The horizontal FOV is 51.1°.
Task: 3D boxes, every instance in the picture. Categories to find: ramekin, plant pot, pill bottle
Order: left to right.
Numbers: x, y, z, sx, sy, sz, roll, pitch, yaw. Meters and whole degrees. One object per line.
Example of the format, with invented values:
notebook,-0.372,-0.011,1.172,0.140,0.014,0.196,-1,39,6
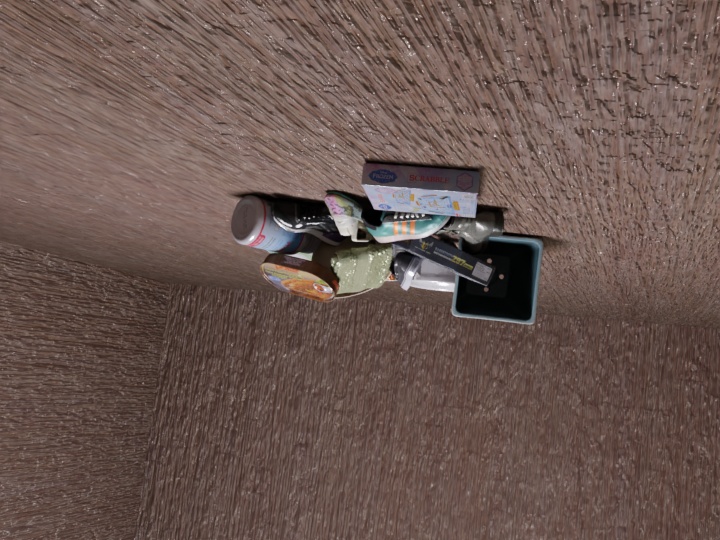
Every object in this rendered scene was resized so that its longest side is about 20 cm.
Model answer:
pill bottle,-0.185,-0.095,1.703,0.199,0.110,0.108,14,170,-44
plant pot,-0.036,-0.038,1.809,0.198,0.136,0.201,-14,156,-6
ramekin,0.225,-0.002,2.107,0.198,0.099,0.200,6,173,1
plant pot,0.321,0.016,1.827,0.194,0.198,0.200,6,-179,3

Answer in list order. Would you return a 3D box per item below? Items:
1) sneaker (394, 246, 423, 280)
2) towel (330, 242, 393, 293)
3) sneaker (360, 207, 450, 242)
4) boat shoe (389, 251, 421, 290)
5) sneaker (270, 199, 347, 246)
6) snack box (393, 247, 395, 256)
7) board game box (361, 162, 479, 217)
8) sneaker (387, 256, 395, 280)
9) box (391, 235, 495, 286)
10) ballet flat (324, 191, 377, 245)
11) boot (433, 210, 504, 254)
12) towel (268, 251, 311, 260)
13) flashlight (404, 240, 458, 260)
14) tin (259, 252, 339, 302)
sneaker,0.138,-0.029,1.912,0.073,0.117,0.199,0,172,32
towel,0.000,0.000,1.706,0.147,0.037,0.200,-11,155,-13
sneaker,0.086,-0.109,1.499,0.199,0.072,0.080,-14,141,37
boat shoe,0.097,-0.004,1.740,0.066,0.070,0.200,28,175,4
sneaker,-0.098,-0.124,1.648,0.199,0.076,0.087,17,144,-35
snack box,-0.026,-0.071,1.975,0.198,0.054,0.142,10,174,-25
board game box,0.111,-0.141,1.346,0.197,0.042,0.200,5,173,8
sneaker,0.032,0.006,1.996,0.197,0.077,0.092,-6,-176,2
box,0.173,-0.036,1.628,0.198,0.051,0.158,24,-179,-15
ballet flat,-0.011,-0.100,1.586,0.069,0.072,0.199,7,168,34
boot,0.208,-0.086,1.570,0.129,0.069,0.200,3,165,-9
towel,-0.132,-0.042,1.984,0.198,0.031,0.149,4,173,33
flashlight,0.174,-0.052,1.851,0.068,0.068,0.199,44,-163,23
tin,-0.137,0.014,1.705,0.198,0.042,0.112,14,152,28
